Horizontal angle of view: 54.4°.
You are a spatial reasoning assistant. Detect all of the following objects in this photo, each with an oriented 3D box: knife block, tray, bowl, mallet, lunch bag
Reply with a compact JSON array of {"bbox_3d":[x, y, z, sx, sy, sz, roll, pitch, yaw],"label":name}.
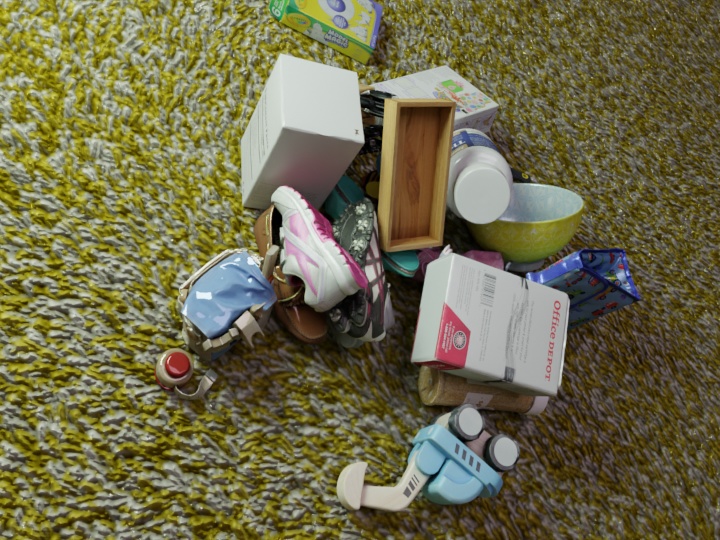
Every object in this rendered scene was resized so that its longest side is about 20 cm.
[{"bbox_3d":[-0.018,-0.263,1.089,0.063,0.176,0.204,-16,73,-32],"label":"knife block"},{"bbox_3d":[0.075,-0.133,0.976,0.096,0.037,0.206,-8,113,-29],"label":"tray"},{"bbox_3d":[0.268,-0.064,1.165,0.197,0.198,0.111,-21,119,-33],"label":"bowl"},{"bbox_3d":[0.229,-0.189,1.267,0.196,0.041,0.067,25,55,-19],"label":"mallet"},{"bbox_3d":[0.320,0.021,1.103,0.197,0.149,0.096,11,58,-43],"label":"lunch bag"}]

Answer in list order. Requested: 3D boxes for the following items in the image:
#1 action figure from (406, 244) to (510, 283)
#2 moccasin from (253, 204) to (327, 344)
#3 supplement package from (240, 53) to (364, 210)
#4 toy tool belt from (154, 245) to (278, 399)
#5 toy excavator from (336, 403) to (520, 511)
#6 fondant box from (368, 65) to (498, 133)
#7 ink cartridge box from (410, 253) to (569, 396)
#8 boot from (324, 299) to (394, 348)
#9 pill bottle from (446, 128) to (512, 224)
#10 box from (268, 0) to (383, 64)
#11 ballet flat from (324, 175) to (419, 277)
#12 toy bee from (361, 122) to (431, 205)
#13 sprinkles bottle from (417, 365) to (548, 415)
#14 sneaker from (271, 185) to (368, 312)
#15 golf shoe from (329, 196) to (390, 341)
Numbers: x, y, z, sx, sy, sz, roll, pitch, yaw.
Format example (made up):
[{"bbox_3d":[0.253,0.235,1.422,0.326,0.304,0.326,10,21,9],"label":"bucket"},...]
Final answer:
[{"bbox_3d":[0.129,0.001,1.100,0.195,0.152,0.135,18,32,4],"label":"action figure"},{"bbox_3d":[-0.091,0.003,0.978,0.072,0.078,0.206,-5,68,-29],"label":"moccasin"},{"bbox_3d":[-0.088,-0.185,0.998,0.118,0.200,0.123,7,62,-24],"label":"supplement package"},{"bbox_3d":[-0.177,0.054,0.881,0.124,0.123,0.201,41,55,-2],"label":"toy tool belt"},{"bbox_3d":[0.090,0.271,0.937,0.193,0.100,0.201,39,63,-3],"label":"toy excavator"},{"bbox_3d":[0.121,-0.279,1.211,0.197,0.059,0.144,-24,55,-33],"label":"fondant box"},{"bbox_3d":[0.183,0.081,0.977,0.196,0.083,0.149,18,73,-18],"label":"ink cartridge box"},{"bbox_3d":[-0.023,0.009,1.025,0.094,0.073,0.204,-18,81,-42],"label":"boot"},{"bbox_3d":[0.174,-0.144,1.084,0.109,0.112,0.201,29,20,-11],"label":"pill bottle"},{"bbox_3d":[-0.060,-0.464,1.247,0.196,0.048,0.120,20,58,-15],"label":"box"},{"bbox_3d":[0.013,-0.052,1.059,0.067,0.071,0.201,-19,62,-44],"label":"ballet flat"},{"bbox_3d":[0.069,-0.138,1.061,0.128,0.200,0.111,-23,81,-12],"label":"toy bee"},{"bbox_3d":[0.184,0.173,1.041,0.195,0.068,0.070,10,61,-22],"label":"sprinkles bottle"},{"bbox_3d":[-0.075,-0.029,0.913,0.201,0.088,0.081,55,9,35],"label":"sneaker"},{"bbox_3d":[0.000,0.000,0.965,0.088,0.076,0.205,34,51,-47],"label":"golf shoe"}]
